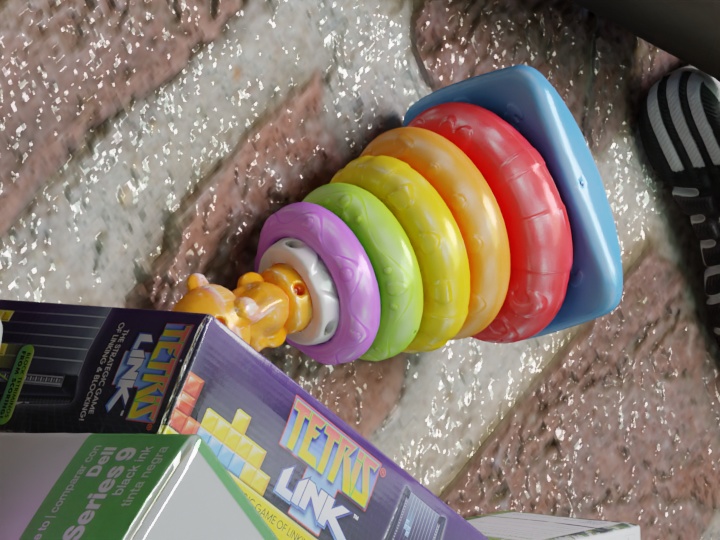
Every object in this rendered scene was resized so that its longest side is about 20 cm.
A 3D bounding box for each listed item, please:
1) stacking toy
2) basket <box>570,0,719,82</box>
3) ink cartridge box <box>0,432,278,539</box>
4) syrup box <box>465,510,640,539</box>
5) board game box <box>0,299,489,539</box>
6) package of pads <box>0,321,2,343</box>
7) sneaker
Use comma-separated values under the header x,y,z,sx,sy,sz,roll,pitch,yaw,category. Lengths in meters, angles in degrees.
x,y,z,sx,sy,sz,roll,pitch,yaw,category
0.000,0.000,1.246,0.200,0.110,0.116,-23,94,-36,stacking toy
0.128,-0.180,1.356,0.200,0.136,0.181,11,62,-45,basket
-0.113,0.129,1.028,0.146,0.200,0.084,56,49,-34,ink cartridge box
0.034,0.157,1.294,0.200,0.079,0.082,-7,97,-49,syrup box
-0.065,0.080,1.108,0.200,0.165,0.057,42,61,-43,board game box
-0.220,0.073,0.917,0.068,0.200,0.155,97,1,-81,package of pads
0.217,-0.035,1.510,0.116,0.076,0.200,-47,124,-41,sneaker
